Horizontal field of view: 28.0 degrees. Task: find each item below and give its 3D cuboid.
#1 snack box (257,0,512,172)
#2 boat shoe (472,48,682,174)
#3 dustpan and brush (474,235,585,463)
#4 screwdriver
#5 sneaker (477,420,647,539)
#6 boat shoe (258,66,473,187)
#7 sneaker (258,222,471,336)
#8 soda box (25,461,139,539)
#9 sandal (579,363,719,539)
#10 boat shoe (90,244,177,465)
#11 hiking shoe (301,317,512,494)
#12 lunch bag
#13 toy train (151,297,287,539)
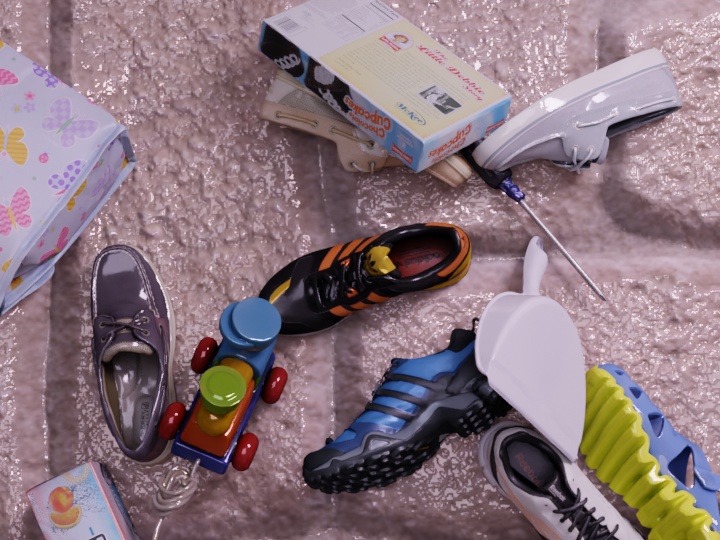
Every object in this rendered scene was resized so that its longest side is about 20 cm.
[{"bbox_3d":[0.020,-0.172,1.257,0.116,0.037,0.200,-30,58,-36],"label":"snack box"},{"bbox_3d":[0.197,-0.126,1.270,0.201,0.070,0.072,-27,81,-13],"label":"boat shoe"},{"bbox_3d":[0.148,0.048,1.227,0.057,0.140,0.200,-12,47,41],"label":"dustpan and brush"},{"bbox_3d":[0.156,-0.052,1.285,0.029,0.028,0.200,-45,79,4],"label":"screwdriver"},{"bbox_3d":[0.176,0.208,1.215,0.200,0.080,0.074,43,83,8],"label":"sneaker"},{"bbox_3d":[0.004,-0.117,1.288,0.200,0.072,0.065,28,93,8],"label":"boat shoe"},{"bbox_3d":[0.000,0.000,1.253,0.200,0.090,0.070,-18,79,-1],"label":"sneaker"},{"bbox_3d":[-0.211,0.265,1.227,0.064,0.068,0.200,-25,80,-2],"label":"soda box"},{"bbox_3d":[0.256,0.165,1.229,0.087,0.079,0.200,-17,68,-38],"label":"sandal"},{"bbox_3d":[-0.200,0.070,1.263,0.072,0.065,0.200,-8,80,1],"label":"boat shoe"},{"bbox_3d":[0.035,0.124,1.249,0.200,0.074,0.087,-26,60,-4],"label":"hiking shoe"},{"bbox_3d":[-0.324,-0.079,1.268,0.170,0.127,0.200,33,73,6],"label":"lunch bag"},{"bbox_3d":[-0.122,0.123,1.193,0.085,0.116,0.200,23,56,0],"label":"toy train"}]
